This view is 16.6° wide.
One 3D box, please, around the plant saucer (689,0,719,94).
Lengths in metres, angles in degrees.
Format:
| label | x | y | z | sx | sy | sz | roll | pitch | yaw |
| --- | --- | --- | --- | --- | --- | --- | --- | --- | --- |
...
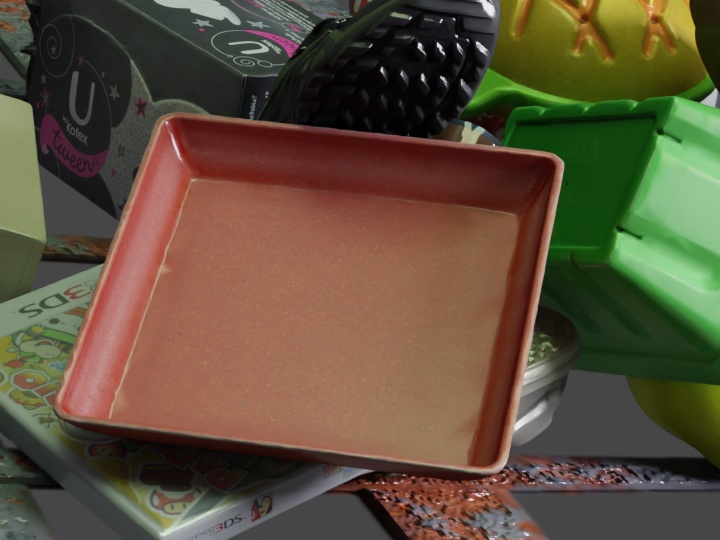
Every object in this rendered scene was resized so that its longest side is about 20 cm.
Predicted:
| label | x | y | z | sx | sy | sz | roll | pitch | yaw |
| --- | --- | --- | --- | --- | --- | --- | --- | --- | --- |
| plant saucer | 0.239 | -0.073 | 1.259 | 0.200 | 0.032 | 0.200 | 47 | -4 | 5 |

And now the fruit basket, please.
| label | x | y | z | sx | sy | sz | roll | pitch | yaw |
| --- | --- | --- | --- | --- | --- | --- | --- | --- | --- |
| fruit basket | 0.171 | 0.008 | 1.262 | 0.215 | 0.156 | 0.216 | 23 | -10 | 4 |

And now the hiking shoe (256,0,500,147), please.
| label | x | y | z | sx | sy | sz | roll | pitch | yaw |
| --- | --- | --- | --- | --- | --- | --- | --- | --- | --- |
| hiking shoe | -0.002 | -0.101 | 1.220 | 0.076 | 0.200 | 0.101 | 28 | 45 | -24 |

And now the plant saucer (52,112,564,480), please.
| label | x | y | z | sx | sy | sz | roll | pitch | yaw |
| --- | --- | --- | --- | --- | --- | --- | --- | --- | --- |
| plant saucer | -0.018 | 0.016 | 1.120 | 0.199 | 0.037 | 0.200 | 7 | 46 | 8 |

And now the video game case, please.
| label | x | y | z | sx | sy | sz | roll | pitch | yaw |
| --- | --- | --- | --- | --- | --- | --- | --- | --- | --- |
| video game case | -0.077 | 0.049 | 1.153 | 0.182 | 0.023 | 0.200 | -23 | 40 | -32 |

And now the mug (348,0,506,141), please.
| label | x | y | z | sx | sy | sz | roll | pitch | yaw |
| --- | --- | --- | --- | --- | --- | --- | --- | --- | --- |
| mug | 0.037 | -0.093 | 1.520 | 0.133 | 0.178 | 0.200 | 28 | 36 | -14 |

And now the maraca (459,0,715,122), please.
| label | x | y | z | sx | sy | sz | roll | pitch | yaw |
| --- | --- | --- | --- | --- | --- | --- | --- | --- | --- |
| maraca | 0.105 | -0.123 | 1.368 | 0.199 | 0.107 | 0.137 | -4 | 36 | -17 |

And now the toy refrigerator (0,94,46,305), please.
| label | x | y | z | sx | sy | sz | roll | pitch | yaw |
| --- | --- | --- | --- | --- | --- | --- | --- | --- | --- |
| toy refrigerator | -0.213 | -0.034 | 1.283 | 0.076 | 0.070 | 0.200 | 16 | 20 | -17 |

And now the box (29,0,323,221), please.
| label | x | y | z | sx | sy | sz | roll | pitch | yaw |
| --- | --- | --- | --- | --- | --- | --- | --- | --- | --- |
| box | -0.093 | -0.092 | 1.417 | 0.114 | 0.133 | 0.200 | -8 | 30 | -39 |

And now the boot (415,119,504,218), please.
| label | x | y | z | sx | sy | sz | roll | pitch | yaw |
| --- | --- | --- | --- | --- | --- | --- | --- | --- | --- |
| boot | 0.000 | 0.000 | 1.267 | 0.075 | 0.200 | 0.097 | 33 | 58 | -8 |

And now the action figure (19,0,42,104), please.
| label | x | y | z | sx | sy | sz | roll | pitch | yaw |
| --- | --- | --- | --- | --- | --- | --- | --- | --- | --- |
| action figure | -0.162 | -0.199 | 1.532 | 0.102 | 0.200 | 0.119 | 51 | 28 | 14 |

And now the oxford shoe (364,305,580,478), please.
| label | x | y | z | sx | sy | sz | roll | pitch | yaw |
| --- | --- | --- | --- | --- | --- | --- | --- | --- | --- |
| oxford shoe | 0.025 | 0.073 | 1.190 | 0.199 | 0.058 | 0.075 | -19 | 41 | -32 |

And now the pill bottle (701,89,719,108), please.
| label | x | y | z | sx | sy | sz | roll | pitch | yaw |
| --- | --- | --- | --- | --- | --- | --- | --- | --- | --- |
| pill bottle | 0.231 | -0.091 | 1.480 | 0.199 | 0.120 | 0.120 | 10 | 21 | -3 |
